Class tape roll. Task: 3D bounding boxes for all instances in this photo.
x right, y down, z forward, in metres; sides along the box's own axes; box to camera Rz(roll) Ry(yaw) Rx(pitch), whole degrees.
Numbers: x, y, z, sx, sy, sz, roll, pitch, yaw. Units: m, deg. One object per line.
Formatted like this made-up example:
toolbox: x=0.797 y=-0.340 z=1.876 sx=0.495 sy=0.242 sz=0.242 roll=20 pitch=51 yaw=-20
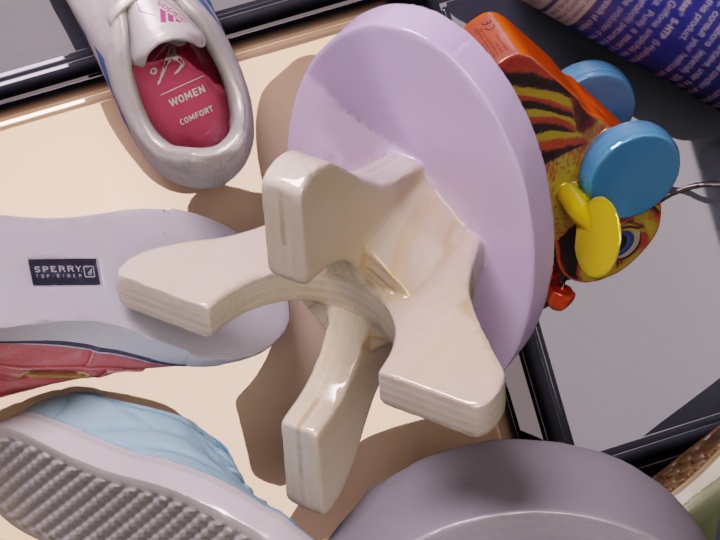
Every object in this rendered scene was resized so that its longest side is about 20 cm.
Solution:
tape roll: x=0.070 y=0.177 z=1.149 sx=0.199 sy=0.066 sz=0.201 roll=-1 pitch=115 yaw=-2

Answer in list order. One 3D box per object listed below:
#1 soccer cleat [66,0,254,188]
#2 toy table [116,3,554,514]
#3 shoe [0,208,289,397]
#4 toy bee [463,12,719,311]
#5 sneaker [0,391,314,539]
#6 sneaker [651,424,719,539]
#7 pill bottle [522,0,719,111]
soccer cleat: x=-0.100 y=-0.131 z=1.154 sx=0.070 sy=0.086 sz=0.201 roll=-28 pitch=94 yaw=-8
toy table: x=0.000 y=0.000 z=1.109 sx=0.117 sy=0.183 sz=0.201 roll=-47 pitch=135 yaw=-40
shoe: x=-0.135 y=0.019 z=1.160 sx=0.199 sy=0.091 sz=0.072 roll=4 pitch=67 yaw=-36
toy bee: x=0.102 y=-0.032 z=1.175 sx=0.199 sy=0.131 sz=0.109 roll=32 pitch=110 yaw=-18
sneaker: x=-0.071 y=0.098 z=1.124 sx=0.199 sy=0.082 sz=0.074 roll=26 pitch=128 yaw=26
sneaker: x=0.189 y=0.115 z=1.205 sx=0.200 sy=0.067 sz=0.090 roll=-38 pitch=92 yaw=-8
pill bottle: x=0.173 y=-0.136 z=1.178 sx=0.199 sy=0.120 sz=0.120 roll=29 pitch=86 yaw=-7
